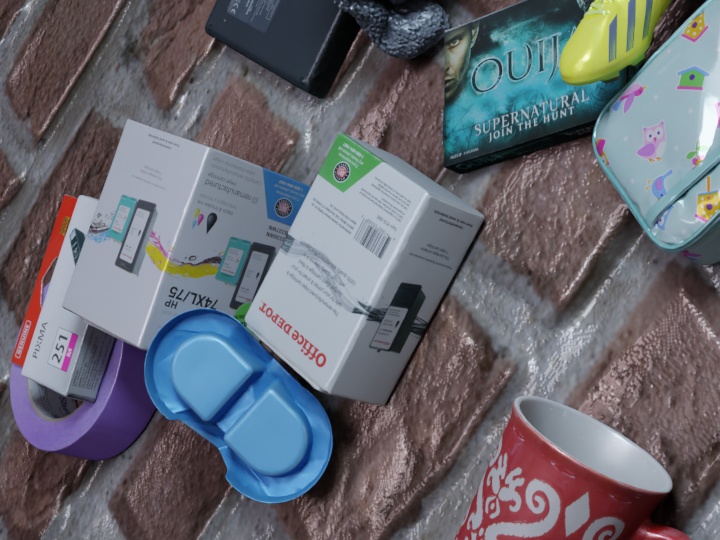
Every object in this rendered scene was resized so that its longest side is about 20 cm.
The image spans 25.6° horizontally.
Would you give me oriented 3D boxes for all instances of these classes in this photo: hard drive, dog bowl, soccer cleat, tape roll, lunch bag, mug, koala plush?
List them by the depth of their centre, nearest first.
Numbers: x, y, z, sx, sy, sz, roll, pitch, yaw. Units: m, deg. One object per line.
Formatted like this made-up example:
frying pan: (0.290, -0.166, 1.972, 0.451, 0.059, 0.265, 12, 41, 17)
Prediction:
mug: (0.141, 0.224, 1.180, 0.177, 0.133, 0.201, 41, 109, 46)
lunch bag: (0.280, -0.111, 1.188, 0.200, 0.077, 0.161, -46, 48, 26)
soccer cleat: (0.215, -0.224, 1.235, 0.200, 0.084, 0.065, -45, 38, -18)
koala plush: (0.062, -0.325, 1.430, 0.199, 0.184, 0.178, -23, 61, 25)
dog bowl: (-0.107, 0.122, 1.452, 0.200, 0.050, 0.112, 44, 97, 8)
hard drive: (-0.073, -0.275, 1.630, 0.200, 0.033, 0.140, 35, 102, 46)
tape roll: (-0.293, 0.099, 1.699, 0.199, 0.065, 0.201, -16, 66, 41)

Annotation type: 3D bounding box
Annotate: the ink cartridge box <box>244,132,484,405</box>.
ink cartridge box: (0.000, 0.000, 1.426, 0.146, 0.083, 0.201, 39, 104, 45)

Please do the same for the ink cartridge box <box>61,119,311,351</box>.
ink cartridge box: (-0.171, -0.022, 1.560, 0.146, 0.146, 0.201, 21, 92, 46)

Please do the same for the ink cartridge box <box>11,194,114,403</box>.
ink cartridge box: (-0.310, 0.020, 1.668, 0.173, 0.043, 0.201, 16, 88, 45)

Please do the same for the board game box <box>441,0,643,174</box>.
board game box: (0.154, -0.172, 1.371, 0.199, 0.028, 0.136, -15, 67, 41)
